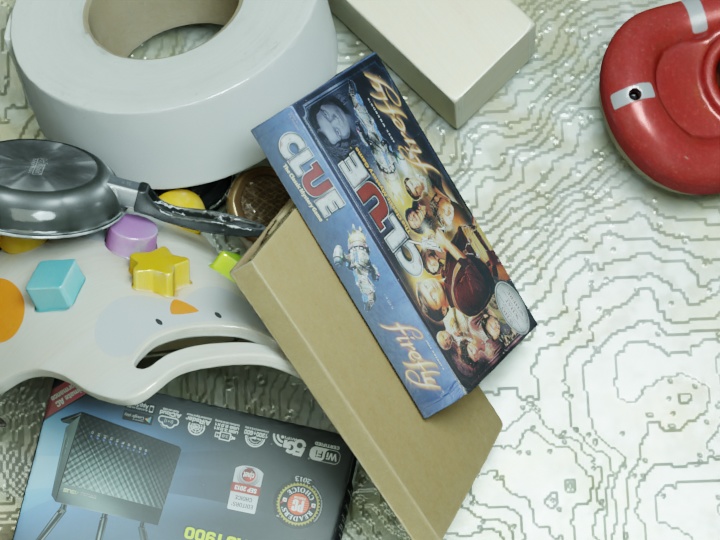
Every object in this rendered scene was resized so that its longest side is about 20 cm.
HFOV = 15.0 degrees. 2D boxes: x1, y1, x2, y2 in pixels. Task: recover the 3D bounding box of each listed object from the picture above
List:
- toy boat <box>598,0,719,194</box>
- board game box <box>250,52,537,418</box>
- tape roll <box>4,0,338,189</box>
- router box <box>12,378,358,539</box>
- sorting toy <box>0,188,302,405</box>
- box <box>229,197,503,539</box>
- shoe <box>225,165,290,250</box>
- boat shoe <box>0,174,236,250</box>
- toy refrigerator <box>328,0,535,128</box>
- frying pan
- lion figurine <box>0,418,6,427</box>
[{"bbox_3d":[0.251,-0.129,1.733,0.199,0.131,0.131,-15,75,-5],"label":"toy boat"},{"bbox_3d":[0.024,-0.024,1.656,0.035,0.135,0.200,-29,95,28],"label":"board game box"},{"bbox_3d":[-0.117,-0.146,1.722,0.202,0.071,0.203,-7,48,8],"label":"tape roll"},{"bbox_3d":[-0.111,0.158,1.687,0.199,0.062,0.150,12,76,3],"label":"router box"},{"bbox_3d":[-0.119,0.033,1.620,0.199,0.180,0.107,-7,114,-29],"label":"sorting toy"},{"bbox_3d":[0.007,0.049,1.625,0.021,0.164,0.200,-28,101,25],"label":"box"},{"bbox_3d":[0.000,0.000,1.736,0.200,0.053,0.070,33,67,-7],"label":"shoe"},{"bbox_3d":[-0.175,-0.038,1.737,0.199,0.066,0.075,-13,76,-4],"label":"boat shoe"},{"bbox_3d":[0.018,-0.191,1.782,0.200,0.070,0.076,44,82,12],"label":"toy refrigerator"},{"bbox_3d":[-0.162,-0.040,1.624,0.190,0.115,0.031,16,118,21],"label":"frying pan"},{"bbox_3d":[-0.330,0.068,1.705,0.200,0.072,0.123,42,82,7],"label":"lion figurine"}]
